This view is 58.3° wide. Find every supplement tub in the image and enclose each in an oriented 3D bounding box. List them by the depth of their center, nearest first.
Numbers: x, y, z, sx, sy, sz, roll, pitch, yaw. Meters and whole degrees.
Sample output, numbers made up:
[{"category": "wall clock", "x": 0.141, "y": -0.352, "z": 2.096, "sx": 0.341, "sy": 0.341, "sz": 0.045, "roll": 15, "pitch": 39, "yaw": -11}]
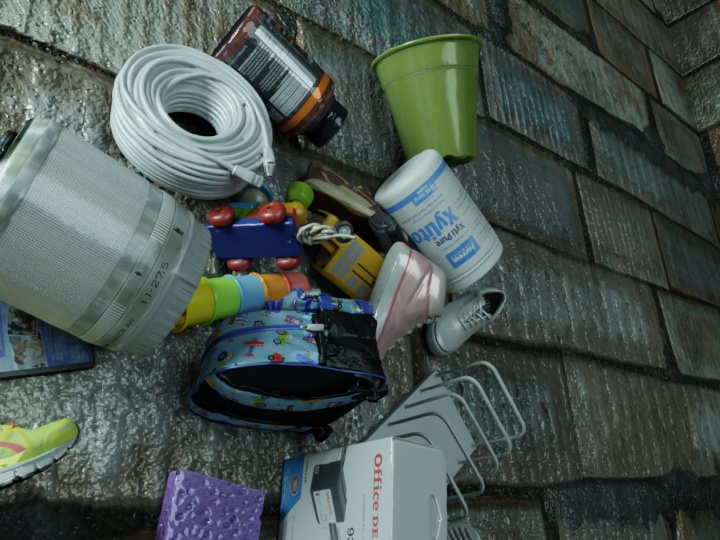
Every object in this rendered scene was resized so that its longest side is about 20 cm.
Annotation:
[{"category": "supplement tub", "x": -0.110, "y": -0.269, "z": 0.924, "sx": 0.199, "sy": 0.106, "sz": 0.108, "roll": 40, "pitch": 49, "yaw": -25}, {"category": "supplement tub", "x": 0.127, "y": -0.080, "z": 1.051, "sx": 0.201, "sy": 0.131, "sz": 0.132, "roll": 50, "pitch": 45, "yaw": -13}]

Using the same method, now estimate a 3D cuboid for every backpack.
[{"category": "backpack", "x": -0.092, "y": 0.105, "z": 0.733, "sx": 0.196, "sy": 0.183, "sz": 0.137, "roll": 9, "pitch": 56, "yaw": -28}]

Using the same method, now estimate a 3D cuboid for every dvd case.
[{"category": "dvd case", "x": -0.359, "y": 0.034, "z": 0.609, "sx": 0.198, "sy": 0.017, "sz": 0.146, "roll": -1, "pitch": 74, "yaw": -45}]

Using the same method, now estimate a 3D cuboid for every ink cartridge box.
[{"category": "ink cartridge box", "x": -0.004, "y": 0.276, "z": 0.714, "sx": 0.083, "sy": 0.198, "sz": 0.148, "roll": 23, "pitch": 57, "yaw": -35}]

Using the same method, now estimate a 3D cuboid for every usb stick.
[{"category": "usb stick", "x": 0.066, "y": -0.009, "z": 0.972, "sx": 0.033, "sy": 0.055, "sz": 0.201, "roll": -43, "pitch": 132, "yaw": -13}]

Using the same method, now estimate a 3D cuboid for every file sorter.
[{"category": "file sorter", "x": 0.124, "y": 0.239, "z": 0.911, "sx": 0.199, "sy": 0.124, "sz": 0.141, "roll": -33, "pitch": 95, "yaw": -46}]

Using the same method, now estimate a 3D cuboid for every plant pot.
[{"category": "plant pot", "x": 0.130, "y": -0.278, "z": 1.121, "sx": 0.198, "sy": 0.198, "sz": 0.194, "roll": -9, "pitch": 89, "yaw": -45}]

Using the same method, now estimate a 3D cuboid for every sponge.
[{"category": "sponge", "x": -0.165, "y": 0.320, "z": 0.662, "sx": 0.110, "sy": 0.030, "sz": 0.204, "roll": 26, "pitch": 55, "yaw": -33}]

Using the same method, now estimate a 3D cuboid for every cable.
[{"category": "cable", "x": -0.203, "y": -0.184, "z": 0.793, "sx": 0.196, "sy": 0.069, "sz": 0.203, "roll": 14, "pitch": 52, "yaw": -24}]

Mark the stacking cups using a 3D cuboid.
[{"category": "stacking cups", "x": -0.143, "y": 0.027, "z": 0.790, "sx": 0.198, "sy": 0.060, "sz": 0.062, "roll": -11, "pitch": 79, "yaw": -46}]

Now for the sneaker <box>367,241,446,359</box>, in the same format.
[{"category": "sneaker", "x": 0.054, "y": 0.073, "z": 0.885, "sx": 0.103, "sy": 0.075, "sz": 0.203, "roll": 23, "pitch": 93, "yaw": -19}]

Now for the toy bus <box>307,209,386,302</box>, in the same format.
[{"category": "toy bus", "x": 0.000, "y": 0.000, "z": 0.924, "sx": 0.199, "sy": 0.065, "sz": 0.079, "roll": 39, "pitch": 87, "yaw": -25}]

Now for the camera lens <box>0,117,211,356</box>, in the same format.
[{"category": "camera lens", "x": -0.261, "y": -0.029, "z": 0.604, "sx": 0.199, "sy": 0.159, "sz": 0.163, "roll": 34, "pitch": 51, "yaw": -30}]

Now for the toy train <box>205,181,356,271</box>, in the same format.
[{"category": "toy train", "x": -0.084, "y": -0.067, "z": 0.804, "sx": 0.117, "sy": 0.196, "sz": 0.086, "roll": -70, "pitch": 152, "yaw": -46}]

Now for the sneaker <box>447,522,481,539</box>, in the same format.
[{"category": "sneaker", "x": 0.100, "y": 0.422, "z": 0.819, "sx": 0.202, "sy": 0.078, "sz": 0.079, "roll": -59, "pitch": 138, "yaw": -13}]

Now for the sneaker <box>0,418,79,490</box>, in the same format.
[{"category": "sneaker", "x": -0.337, "y": 0.149, "z": 0.538, "sx": 0.198, "sy": 0.078, "sz": 0.092, "roll": -11, "pitch": 77, "yaw": -45}]

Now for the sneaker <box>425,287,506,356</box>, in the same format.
[{"category": "sneaker", "x": 0.178, "y": 0.074, "z": 1.074, "sx": 0.199, "sy": 0.070, "sz": 0.074, "roll": -36, "pitch": 97, "yaw": -46}]

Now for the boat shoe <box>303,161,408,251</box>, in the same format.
[{"category": "boat shoe", "x": -0.004, "y": -0.099, "z": 0.979, "sx": 0.198, "sy": 0.072, "sz": 0.073, "roll": 28, "pitch": 55, "yaw": -26}]
